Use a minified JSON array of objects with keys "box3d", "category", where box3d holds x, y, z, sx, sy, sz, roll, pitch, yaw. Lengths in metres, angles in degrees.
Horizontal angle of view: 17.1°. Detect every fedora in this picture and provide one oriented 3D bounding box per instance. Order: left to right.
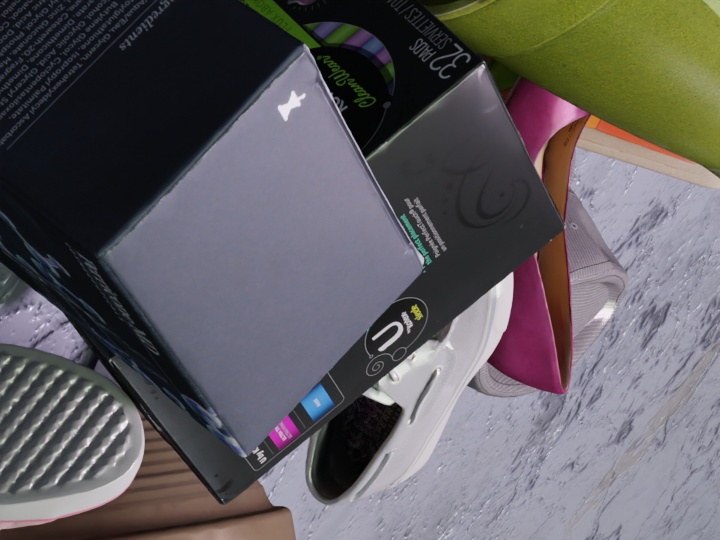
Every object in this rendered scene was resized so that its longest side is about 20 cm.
[{"box3d":[0.098,0.011,1.457,0.200,0.090,0.178,-13,135,-53],"category":"fedora"}]

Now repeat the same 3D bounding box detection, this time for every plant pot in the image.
[{"box3d":[-0.133,0.105,1.142,0.200,0.200,0.093,0,83,-59],"category":"plant pot"},{"box3d":[0.150,-0.140,1.094,0.193,0.200,0.201,38,90,-24],"category":"plant pot"}]

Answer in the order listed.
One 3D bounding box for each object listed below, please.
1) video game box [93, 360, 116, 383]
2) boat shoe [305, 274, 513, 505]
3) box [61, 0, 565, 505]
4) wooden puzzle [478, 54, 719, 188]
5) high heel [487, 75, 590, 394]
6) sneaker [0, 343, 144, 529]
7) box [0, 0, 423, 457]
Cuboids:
[{"box3d":[-0.038,-0.020,1.247,0.182,0.047,0.201,-10,131,-52],"category":"video game box"},{"box3d":[0.017,0.045,1.249,0.068,0.072,0.200,-31,157,-45],"category":"boat shoe"},{"box3d":[-0.041,-0.029,1.054,0.200,0.149,0.124,-39,138,-5],"category":"box"},{"box3d":[0.152,-0.131,1.282,0.199,0.037,0.186,13,130,-14],"category":"wooden puzzle"},{"box3d":[0.109,-0.035,1.268,0.067,0.096,0.201,-26,145,-51],"category":"high heel"},{"box3d":[-0.188,0.087,1.017,0.199,0.076,0.105,-3,151,-2],"category":"sneaker"},{"box3d":[-0.095,-0.049,0.913,0.107,0.200,0.149,-47,144,-12],"category":"box"}]
